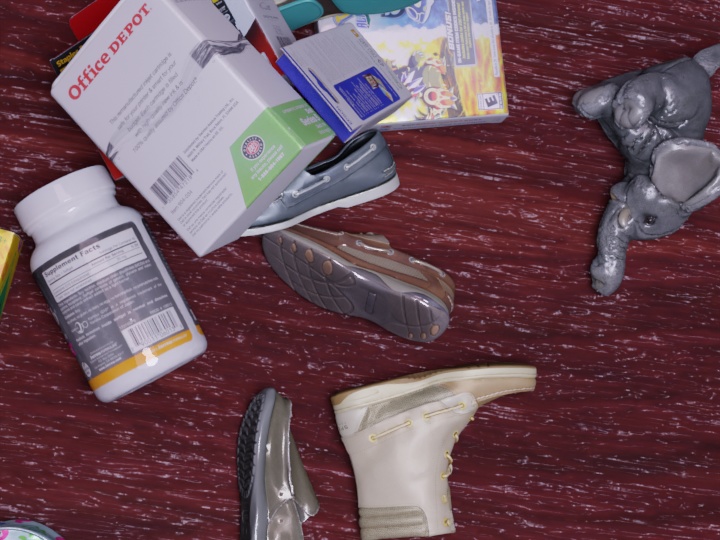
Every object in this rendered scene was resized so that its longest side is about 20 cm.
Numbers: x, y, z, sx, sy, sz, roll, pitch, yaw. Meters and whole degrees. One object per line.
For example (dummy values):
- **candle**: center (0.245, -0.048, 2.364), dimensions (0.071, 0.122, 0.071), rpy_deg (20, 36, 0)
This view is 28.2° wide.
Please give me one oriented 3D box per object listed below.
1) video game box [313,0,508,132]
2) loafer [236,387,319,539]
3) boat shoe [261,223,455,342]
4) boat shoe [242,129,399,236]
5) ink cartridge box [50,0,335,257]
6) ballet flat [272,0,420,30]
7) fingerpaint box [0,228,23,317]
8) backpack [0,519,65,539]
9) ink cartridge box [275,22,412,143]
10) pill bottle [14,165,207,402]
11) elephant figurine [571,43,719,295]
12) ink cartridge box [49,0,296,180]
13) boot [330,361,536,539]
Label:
- **video game box**: center (0.046, -0.240, 1.421), dimensions (0.182, 0.047, 0.200), rpy_deg (-6, 86, -4)
- **loafer**: center (-0.077, 0.211, 1.361), dimensions (0.070, 0.075, 0.200), rpy_deg (2, 89, -18)
- **boat shoe**: center (0.000, 0.000, 1.389), dimensions (0.200, 0.076, 0.072), rpy_deg (27, 49, 5)
- **boat shoe**: center (-0.061, -0.084, 1.374), dimensions (0.200, 0.073, 0.062), rpy_deg (-17, 113, -15)
- **ink cartridge box**: center (-0.146, -0.137, 1.243), dimensions (0.200, 0.084, 0.146), rpy_deg (48, 113, 4)
- **ballet flat**: center (-0.032, -0.273, 1.363), dimensions (0.200, 0.069, 0.070), rpy_deg (-10, 86, 14)
- **fingerpaint box**: center (-0.436, 0.020, 1.327), dimensions (0.200, 0.073, 0.167), rpy_deg (16, 83, -5)
- **backpack**: center (-0.330, 0.324, 1.282), dimensions (0.200, 0.151, 0.178), rpy_deg (-36, 89, -13)
- **ink cartridge box**: center (-0.018, -0.169, 1.293), dimensions (0.037, 0.200, 0.095), rpy_deg (-40, 91, 21)
- **pill bottle**: center (-0.235, 0.012, 1.331), dimensions (0.116, 0.116, 0.200), rpy_deg (-27, 88, -8)
- **elephant figurine**: center (0.294, -0.098, 1.411), dimensions (0.141, 0.155, 0.200), rpy_deg (-28, 102, -51)
- **ink cartridge box**: center (-0.177, -0.209, 1.336), dimensions (0.200, 0.084, 0.176), rpy_deg (-30, 88, 17)
- **boot**: center (0.082, 0.172, 1.375), dimensions (0.200, 0.073, 0.156), rpy_deg (-11, 86, -6)
